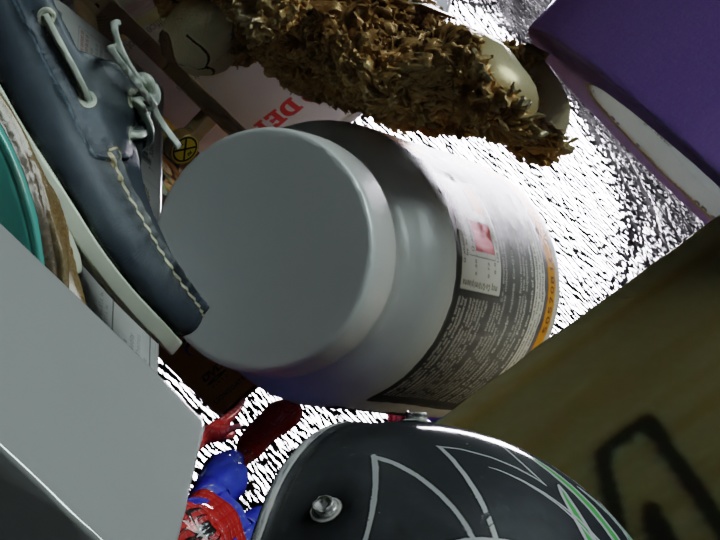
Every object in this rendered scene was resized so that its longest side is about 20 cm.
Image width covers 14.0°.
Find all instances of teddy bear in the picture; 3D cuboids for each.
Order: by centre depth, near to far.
[{"bbox_3d":[-0.006,-0.087,1.170,0.199,0.067,0.145,23,7,3],"label":"teddy bear"}]

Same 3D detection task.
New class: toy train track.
[{"bbox_3d":[-0.068,-0.058,1.294,0.200,0.033,0.115,43,1,-45],"label":"toy train track"}]

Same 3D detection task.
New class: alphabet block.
[{"bbox_3d":[0.134,0.126,1.173,0.197,0.199,0.195,55,4,16],"label":"alphabet block"}]

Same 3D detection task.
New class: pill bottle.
[{"bbox_3d":[0.000,0.000,1.205,0.117,0.116,0.200,56,15,17],"label":"pill bottle"}]

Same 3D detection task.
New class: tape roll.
[{"bbox_3d":[0.161,-0.052,1.180,0.200,0.066,0.200,42,1,-1],"label":"tape roll"}]

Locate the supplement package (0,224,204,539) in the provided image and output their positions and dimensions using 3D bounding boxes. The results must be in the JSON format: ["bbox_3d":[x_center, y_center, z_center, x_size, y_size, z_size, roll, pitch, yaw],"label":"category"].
[{"bbox_3d":[-0.157,0.038,0.853,0.200,0.117,0.117,45,18,-14],"label":"supplement package"}]

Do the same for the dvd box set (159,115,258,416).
[{"bbox_3d":[-0.110,-0.043,1.262,0.200,0.029,0.146,46,18,-13],"label":"dvd box set"}]

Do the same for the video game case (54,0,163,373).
[{"bbox_3d":[-0.147,-0.044,1.110,0.181,0.036,0.201,37,34,-35],"label":"video game case"}]

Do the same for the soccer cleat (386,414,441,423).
[{"bbox_3d":[0.033,0.061,1.361,0.076,0.067,0.200,33,19,-2],"label":"soccer cleat"}]

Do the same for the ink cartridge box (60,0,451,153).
[{"bbox_3d":[-0.072,-0.148,1.328,0.200,0.144,0.085,39,43,-20],"label":"ink cartridge box"}]

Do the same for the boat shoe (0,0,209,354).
[{"bbox_3d":[-0.108,-0.064,1.071,0.201,0.062,0.075,56,-10,6],"label":"boat shoe"}]

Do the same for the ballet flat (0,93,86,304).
[{"bbox_3d":[-0.113,0.026,1.007,0.201,0.067,0.072,70,18,6],"label":"ballet flat"}]

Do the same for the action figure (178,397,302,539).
[{"bbox_3d":[-0.050,0.092,1.117,0.066,0.052,0.200,55,20,1],"label":"action figure"}]

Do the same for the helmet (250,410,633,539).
[{"bbox_3d":[0.017,0.153,0.914,0.200,0.190,0.200,44,19,-19],"label":"helmet"}]
